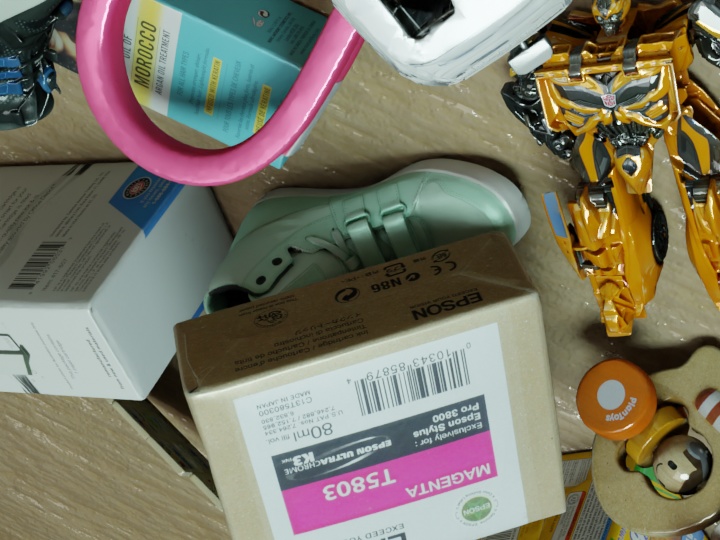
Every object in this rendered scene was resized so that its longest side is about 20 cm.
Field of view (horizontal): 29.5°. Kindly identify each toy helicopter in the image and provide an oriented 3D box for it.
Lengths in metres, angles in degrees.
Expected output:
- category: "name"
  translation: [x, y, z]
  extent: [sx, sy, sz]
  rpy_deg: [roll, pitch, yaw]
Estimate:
- category: "toy helicopter"
  translation: [0.228, 0.101, 0.783]
  extent: [0.198, 0.134, 0.079]
  rpy_deg: [-22, 149, 23]

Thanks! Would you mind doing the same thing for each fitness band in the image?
- category: "fitness band"
  translation: [-0.070, -0.139, 0.717]
  extent: [0.143, 0.037, 0.201]
  rpy_deg: [33, 113, 2]

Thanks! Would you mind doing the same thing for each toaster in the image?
- category: "toaster"
  translation: [0.022, -0.178, 0.598]
  extent: [0.113, 0.130, 0.200]
  rpy_deg: [-31, 112, 22]

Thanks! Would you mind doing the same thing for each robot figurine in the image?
- category: "robot figurine"
  translation: [0.151, -0.055, 0.712]
  extent: [0.144, 0.058, 0.201]
  rpy_deg: [-3, 130, 30]

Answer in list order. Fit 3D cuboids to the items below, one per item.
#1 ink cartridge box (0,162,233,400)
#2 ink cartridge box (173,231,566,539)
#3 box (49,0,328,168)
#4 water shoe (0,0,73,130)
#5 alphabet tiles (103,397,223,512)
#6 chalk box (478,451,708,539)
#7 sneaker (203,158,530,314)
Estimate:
- category: "ink cartridge box"
  translation: [-0.205, 0.003, 0.909]
  extent: [0.198, 0.147, 0.085]
  rpy_deg: [0, 132, 30]
- category: "ink cartridge box"
  translation: [0.009, 0.086, 0.782]
  extent: [0.198, 0.075, 0.166]
  rpy_deg: [-17, 123, -4]
- category: "box"
  translation: [-0.118, -0.141, 0.791]
  extent: [0.198, 0.049, 0.083]
  rpy_deg: [25, 138, 6]
- category: "water shoe"
  translation: [-0.192, -0.126, 0.764]
  extent: [0.079, 0.072, 0.199]
  rpy_deg: [44, 143, -22]
- category: "alphabet tiles"
  translation: [-0.149, 0.113, 0.987]
  extent: [0.166, 0.006, 0.200]
  rpy_deg: [44, 174, 6]
- category: "chalk box"
  translation: [0.175, 0.237, 0.936]
  extent: [0.123, 0.125, 0.201]
  rpy_deg: [-15, 123, 39]
- category: "sneaker"
  translation: [0.000, 0.000, 0.809]
  extent: [0.199, 0.119, 0.074]
  rpy_deg: [-6, 126, 32]
